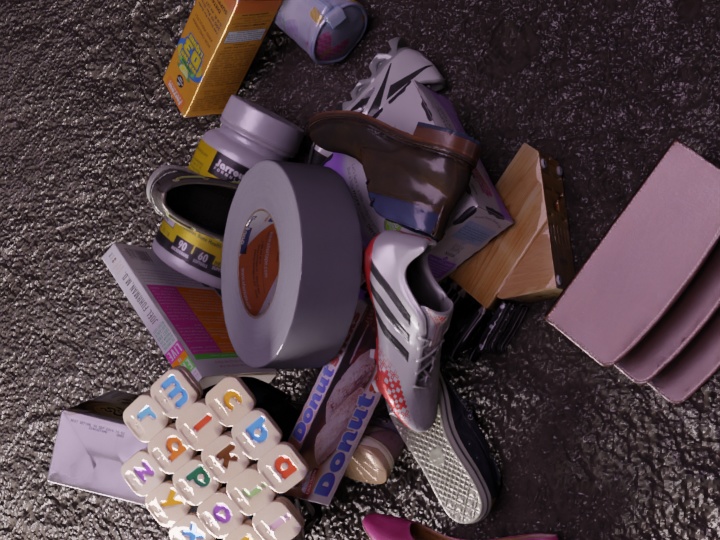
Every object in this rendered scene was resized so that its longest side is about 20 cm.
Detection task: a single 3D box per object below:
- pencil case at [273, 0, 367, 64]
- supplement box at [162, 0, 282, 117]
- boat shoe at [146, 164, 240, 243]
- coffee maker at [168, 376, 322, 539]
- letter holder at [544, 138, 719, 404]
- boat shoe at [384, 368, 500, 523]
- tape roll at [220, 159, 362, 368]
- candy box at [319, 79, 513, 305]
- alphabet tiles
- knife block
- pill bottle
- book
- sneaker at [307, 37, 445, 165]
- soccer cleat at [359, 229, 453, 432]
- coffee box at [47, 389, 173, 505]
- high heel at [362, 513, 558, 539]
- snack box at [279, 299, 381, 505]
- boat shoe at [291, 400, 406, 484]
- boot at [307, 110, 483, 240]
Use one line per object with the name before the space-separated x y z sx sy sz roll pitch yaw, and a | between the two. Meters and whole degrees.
pencil case | -0.077 -0.325 1.289 0.083 0.091 0.200 -31 64 -22
supplement box | -0.162 -0.265 1.296 0.067 0.068 0.200 58 142 20
boat shoe | -0.129 -0.059 1.205 0.073 0.200 0.060 -70 23 9
coffee maker | -0.141 0.226 1.191 0.190 0.135 0.202 8 114 22
letter holder | 0.292 0.009 1.024 0.142 0.100 0.201 41 104 26
boat shoe | 0.083 0.156 1.136 0.074 0.062 0.201 -33 79 35
tape roll | -0.072 -0.005 1.100 0.200 0.066 0.203 -15 73 61
candy box | 0.033 -0.062 1.142 0.200 0.071 0.169 -39 56 26
alphabet tiles | -0.145 0.193 1.096 0.195 0.015 0.201 -41 87 31
knife block | 0.125 -0.011 1.143 0.174 0.064 0.202 -11 79 28
pill bottle | -0.148 -0.090 1.285 0.114 0.114 0.201 31 100 29
book | -0.197 0.055 1.284 0.048 0.133 0.201 -46 64 17
sneaker | 0.016 -0.148 1.219 0.088 0.074 0.201 39 101 26
soccer cleat | 0.052 0.060 1.052 0.085 0.068 0.202 -1 106 39
coffee box | -0.257 0.192 1.247 0.112 0.200 0.081 13 90 3
high heel | 0.098 0.265 1.117 0.199 0.067 0.097 25 106 25
snack box | -0.018 0.131 1.108 0.024 0.072 0.202 27 92 47
boat shoe | -0.026 0.175 1.209 0.199 0.065 0.073 7 126 48
boot | 0.016 -0.093 1.068 0.199 0.074 0.098 14 84 39
